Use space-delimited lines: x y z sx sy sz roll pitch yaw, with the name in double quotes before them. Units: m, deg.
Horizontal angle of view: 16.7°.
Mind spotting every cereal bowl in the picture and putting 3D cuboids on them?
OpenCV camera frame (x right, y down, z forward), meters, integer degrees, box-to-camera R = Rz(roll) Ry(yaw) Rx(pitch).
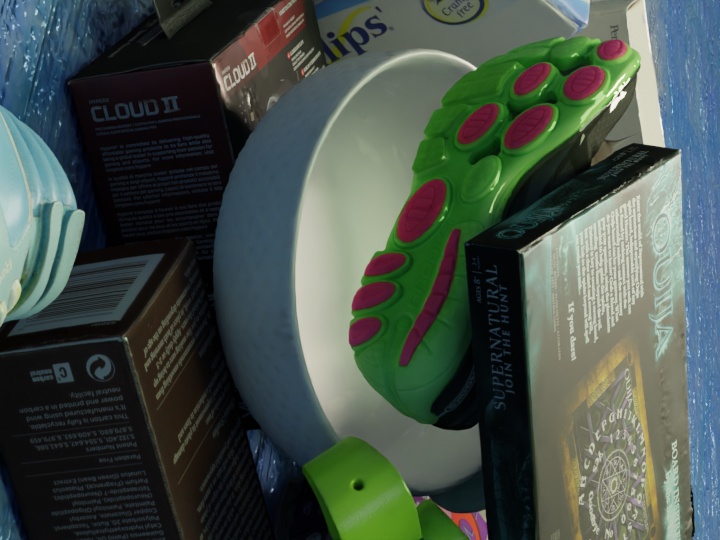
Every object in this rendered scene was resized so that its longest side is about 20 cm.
"cereal bowl" 0.000 0.000 1.094 0.200 0.083 0.201 -5 96 -54

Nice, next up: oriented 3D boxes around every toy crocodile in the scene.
"toy crocodile" 0.027 0.144 1.054 0.062 0.067 0.200 44 -7 41

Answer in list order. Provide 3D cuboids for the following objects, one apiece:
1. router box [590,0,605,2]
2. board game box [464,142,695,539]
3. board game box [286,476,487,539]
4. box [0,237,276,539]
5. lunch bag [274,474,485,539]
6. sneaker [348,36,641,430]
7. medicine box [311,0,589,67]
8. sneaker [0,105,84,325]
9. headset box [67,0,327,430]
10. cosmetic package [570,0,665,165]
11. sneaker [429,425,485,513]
"router box" 0.070 -0.151 1.465 0.049 0.179 0.201 -10 94 -72
"board game box" 0.097 0.061 1.035 0.135 0.028 0.201 -30 122 -49
"board game box" 0.010 0.148 1.136 0.120 0.032 0.200 59 26 -29
"box" -0.091 0.098 1.041 0.100 0.075 0.200 -62 140 -62
"lunch bag" 0.027 0.194 1.300 0.164 0.117 0.201 4 76 -66
"sneaker" 0.061 -0.019 1.056 0.200 0.077 0.084 -58 140 -21
"medicine box" 0.024 -0.187 1.289 0.103 0.182 0.200 35 45 -33
"sneaker" -0.146 0.016 0.887 0.131 0.079 0.201 41 46 -63
"headset box" -0.062 -0.043 1.172 0.149 0.077 0.201 -55 135 -63
"cosmetic package" 0.067 -0.091 1.396 0.073 0.199 0.104 -37 118 -70
"sneaker" 0.085 0.084 1.230 0.200 0.078 0.140 -73 144 -51
